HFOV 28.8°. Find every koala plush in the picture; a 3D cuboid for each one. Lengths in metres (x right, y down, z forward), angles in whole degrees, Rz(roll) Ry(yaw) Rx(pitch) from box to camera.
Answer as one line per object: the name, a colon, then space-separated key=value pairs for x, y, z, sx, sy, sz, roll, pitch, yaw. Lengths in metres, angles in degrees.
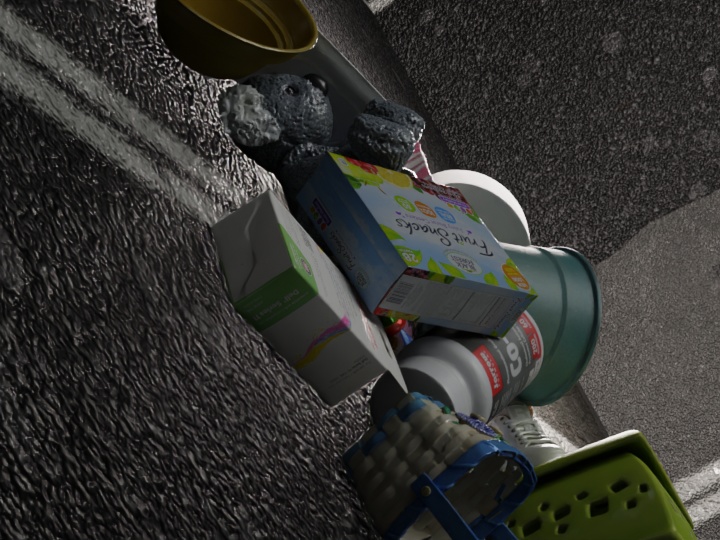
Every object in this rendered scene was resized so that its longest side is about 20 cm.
koala plush: x=-0.062 y=-0.135 z=1.508 sx=0.199 sy=0.184 sz=0.177 roll=36 pitch=15 yaw=-3

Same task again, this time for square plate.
square plate: x=-0.055 y=-0.198 z=1.644 sx=0.198 sy=0.029 sz=0.199 roll=43 pitch=-27 yaw=-26

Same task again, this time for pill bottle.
pill bottle: x=0.100 y=0.107 z=1.434 sx=0.114 sy=0.114 sz=0.200 roll=58 pitch=35 yaw=0

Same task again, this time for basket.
basket: x=0.089 y=0.206 z=1.187 sx=0.200 sy=0.139 sz=0.176 roll=52 pitch=6 yaw=26

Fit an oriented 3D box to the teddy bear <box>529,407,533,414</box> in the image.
teddy bear: x=0.196 y=0.238 z=1.853 sx=0.145 sy=0.067 sz=0.201 roll=35 pitch=30 yaw=-44

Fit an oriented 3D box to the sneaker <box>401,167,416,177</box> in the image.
sneaker: x=0.061 y=-0.044 z=1.558 sx=0.104 sy=0.060 sz=0.200 roll=23 pitch=31 yaw=6

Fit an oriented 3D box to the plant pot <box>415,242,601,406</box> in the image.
plant pot: x=0.151 y=0.046 z=1.683 sx=0.195 sy=0.201 sz=0.201 roll=16 pitch=35 yaw=-32

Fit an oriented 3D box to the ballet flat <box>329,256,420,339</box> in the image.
ballet flat: x=0.000 y=0.000 z=1.597 sx=0.201 sy=0.069 sz=0.071 roll=60 pitch=26 yaw=1

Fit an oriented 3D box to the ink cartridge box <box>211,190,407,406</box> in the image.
ink cartridge box: x=-0.043 y=0.038 z=1.250 sx=0.200 sy=0.067 sz=0.117 roll=49 pitch=12 yaw=-39

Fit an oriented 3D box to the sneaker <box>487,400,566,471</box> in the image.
sneaker: x=0.187 y=0.198 z=1.667 sx=0.200 sy=0.072 sz=0.085 roll=168 pitch=-76 yaw=-72

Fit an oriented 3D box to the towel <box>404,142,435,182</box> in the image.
towel: x=0.028 y=-0.092 z=1.761 sx=0.201 sy=0.145 sz=0.030 roll=-108 pitch=-171 yaw=-52

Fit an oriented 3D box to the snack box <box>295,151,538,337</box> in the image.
snack box: x=0.057 y=-0.023 z=1.380 sx=0.199 sy=0.068 sz=0.169 roll=11 pitch=35 yaw=-44

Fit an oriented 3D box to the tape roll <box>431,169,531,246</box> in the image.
tape roll: x=0.129 y=-0.027 z=1.881 sx=0.203 sy=0.202 sz=0.139 roll=57 pitch=11 yaw=-7

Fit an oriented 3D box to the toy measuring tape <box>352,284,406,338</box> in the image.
toy measuring tape: x=0.028 y=0.026 z=1.550 sx=0.074 sy=0.073 sz=0.200 roll=56 pitch=29 yaw=-11

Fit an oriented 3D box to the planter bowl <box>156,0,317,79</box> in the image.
planter bowl: x=-0.150 y=-0.260 z=1.473 sx=0.199 sy=0.084 sz=0.201 roll=25 pitch=30 yaw=-16

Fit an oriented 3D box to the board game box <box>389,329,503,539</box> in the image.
board game box: x=0.098 y=0.185 z=1.562 sx=0.200 sy=0.041 sz=0.201 roll=47 pitch=16 yaw=-50

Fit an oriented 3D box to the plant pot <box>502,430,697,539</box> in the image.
plant pot: x=0.261 y=0.297 z=1.489 sx=0.199 sy=0.199 sz=0.182 roll=55 pitch=20 yaw=-33
